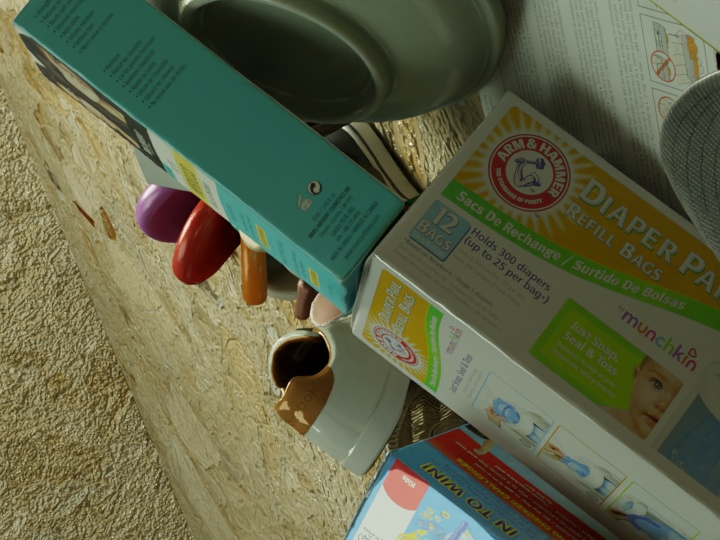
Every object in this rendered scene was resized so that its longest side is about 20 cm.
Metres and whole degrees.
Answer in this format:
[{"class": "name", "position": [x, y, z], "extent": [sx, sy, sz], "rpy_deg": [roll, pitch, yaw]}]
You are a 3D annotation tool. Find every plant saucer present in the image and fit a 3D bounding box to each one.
[{"class": "plant saucer", "position": [-0.031, -0.120, 0.792], "extent": [0.198, 0.051, 0.201], "rpy_deg": [18, 157, 8]}]

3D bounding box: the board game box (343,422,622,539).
[{"class": "board game box", "position": [0.121, 0.152, 0.819], "extent": [0.199, 0.195, 0.056], "rpy_deg": [36, 110, 22]}]

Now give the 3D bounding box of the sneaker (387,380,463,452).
[{"class": "sneaker", "position": [0.059, 0.095, 1.132], "extent": [0.201, 0.069, 0.109], "rpy_deg": [78, -167, -50]}]

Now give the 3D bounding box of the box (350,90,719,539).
[{"class": "box", "position": [0.107, 0.031, 0.770], "extent": [0.199, 0.113, 0.102], "rpy_deg": [36, 159, 8]}]

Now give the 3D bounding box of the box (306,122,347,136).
[{"class": "box", "position": [-0.062, -0.124, 1.074], "extent": [0.200, 0.162, 0.021], "rpy_deg": [38, 152, 56]}]

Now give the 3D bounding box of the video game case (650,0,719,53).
[{"class": "video game case", "position": [0.095, -0.186, 0.539], "extent": [0.181, 0.025, 0.201], "rpy_deg": [45, 150, 30]}]

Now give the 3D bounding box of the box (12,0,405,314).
[{"class": "box", "position": [-0.070, -0.065, 0.789], "extent": [0.199, 0.049, 0.082], "rpy_deg": [38, 171, 8]}]

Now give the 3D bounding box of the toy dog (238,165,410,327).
[{"class": "toy dog", "position": [0.000, 0.000, 0.970], "extent": [0.200, 0.130, 0.097], "rpy_deg": [-131, 44, -70]}]

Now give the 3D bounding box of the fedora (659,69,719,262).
[{"class": "fedora", "position": [0.202, -0.012, 0.540], "extent": [0.200, 0.090, 0.177], "rpy_deg": [48, 165, 7]}]

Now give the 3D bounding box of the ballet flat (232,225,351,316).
[{"class": "ballet flat", "position": [-0.015, -0.011, 1.255], "extent": [0.200, 0.071, 0.070], "rpy_deg": [42, -147, -28]}]

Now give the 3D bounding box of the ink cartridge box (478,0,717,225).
[{"class": "ink cartridge box", "position": [0.126, -0.100, 0.761], "extent": [0.199, 0.050, 0.162], "rpy_deg": [23, 139, 46]}]

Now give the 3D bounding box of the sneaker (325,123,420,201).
[{"class": "sneaker", "position": [0.015, -0.021, 1.158], "extent": [0.200, 0.079, 0.079], "rpy_deg": [50, 159, 34]}]

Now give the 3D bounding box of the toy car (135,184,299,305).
[{"class": "toy car", "position": [-0.109, -0.059, 1.357], "extent": [0.201, 0.149, 0.176], "rpy_deg": [55, 163, 25]}]

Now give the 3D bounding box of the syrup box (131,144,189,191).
[{"class": "syrup box", "position": [-0.061, -0.141, 0.974], "extent": [0.078, 0.201, 0.082], "rpy_deg": [10, 142, 20]}]

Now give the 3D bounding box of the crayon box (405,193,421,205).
[{"class": "crayon box", "position": [0.104, 0.007, 0.952], "extent": [0.120, 0.058, 0.200], "rpy_deg": [67, 164, -13]}]

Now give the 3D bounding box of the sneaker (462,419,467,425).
[{"class": "sneaker", "position": [0.151, 0.144, 1.023], "extent": [0.200, 0.067, 0.090], "rpy_deg": [43, -172, 12]}]

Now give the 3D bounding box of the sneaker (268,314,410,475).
[{"class": "sneaker", "position": [-0.009, 0.049, 1.044], "extent": [0.084, 0.073, 0.200], "rpy_deg": [30, -160, -4]}]
